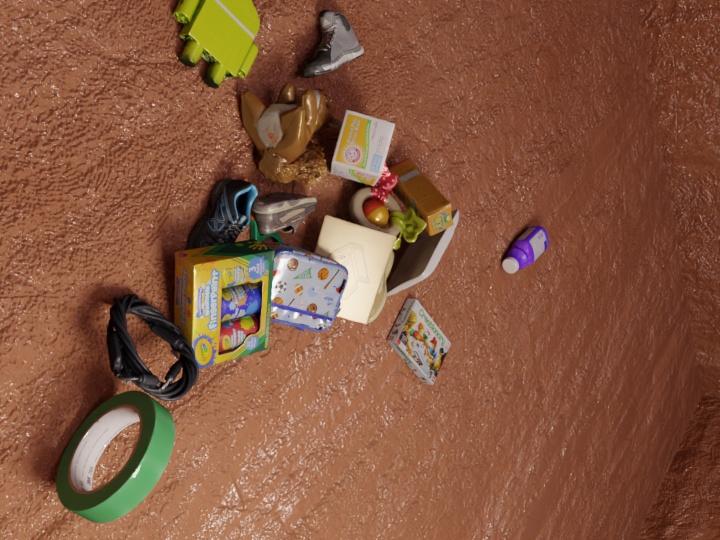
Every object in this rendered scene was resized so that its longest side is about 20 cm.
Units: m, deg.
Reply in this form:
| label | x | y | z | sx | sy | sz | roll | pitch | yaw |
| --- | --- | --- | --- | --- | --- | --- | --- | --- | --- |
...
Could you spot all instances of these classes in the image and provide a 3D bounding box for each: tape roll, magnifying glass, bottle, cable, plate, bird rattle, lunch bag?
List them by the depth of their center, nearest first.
| label | x | y | z | sx | sy | sz | roll | pitch | yaw |
| --- | --- | --- | --- | --- | --- | --- | --- | --- | --- |
| tape roll | -0.378 | 0.284 | 1.184 | 0.048 | 0.200 | 0.201 | 49 | 58 | -37 |
| cable | -0.339 | 0.117 | 1.252 | 0.163 | 0.051 | 0.201 | 22 | 33 | -42 |
| magnifying glass | -0.200 | -0.085 | 1.504 | 0.080 | 0.022 | 0.201 | -40 | 123 | -40 |
| lunch bag | -0.122 | 0.040 | 1.521 | 0.199 | 0.075 | 0.161 | 18 | 95 | -35 |
| bird rattle | 0.046 | -0.137 | 1.680 | 0.163 | 0.112 | 0.201 | -28 | 89 | -43 |
| plate | 0.145 | -0.033 | 1.776 | 0.032 | 0.200 | 0.200 | 37 | 61 | -13 |
| bottle | 0.486 | -0.057 | 2.262 | 0.200 | 0.065 | 0.084 | -39 | 120 | -40 |

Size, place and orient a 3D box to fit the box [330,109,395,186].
| label | x | y | z | sx | sy | sz | roll | pitch | yaw |
| --- | --- | --- | --- | --- | --- | --- | --- | --- | --- |
| box | 0.001 | -0.246 | 1.564 | 0.200 | 0.101 | 0.113 | -172 | -82 | -87 |

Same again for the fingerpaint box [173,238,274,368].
| label | x | y | z | sx | sy | sz | roll | pitch | yaw |
| --- | --- | --- | --- | --- | --- | --- | --- | --- | --- |
| fingerpaint box | -0.244 | 0.059 | 1.369 | 0.166 | 0.073 | 0.201 | -12 | 117 | -40 |

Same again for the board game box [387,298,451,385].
| label | x | y | z | sx | sy | sz | roll | pitch | yaw |
| --- | --- | --- | --- | --- | --- | --- | --- | --- | --- |
| board game box | 0.149 | 0.179 | 1.912 | 0.200 | 0.034 | 0.127 | 50 | 56 | -38 |

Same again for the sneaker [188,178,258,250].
| label | x | y | z | sx | sy | sz | roll | pitch | yaw |
| --- | --- | --- | --- | --- | --- | --- | --- | --- | --- |
| sneaker | -0.251 | -0.078 | 1.397 | 0.073 | 0.082 | 0.201 | 30 | 72 | -48 |

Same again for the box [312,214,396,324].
| label | x | y | z | sx | sy | sz | roll | pitch | yaw |
| --- | --- | --- | --- | --- | --- | --- | --- | --- | --- |
| box | -0.030 | 0.000 | 1.608 | 0.163 | 0.021 | 0.201 | 15 | 99 | -19 |

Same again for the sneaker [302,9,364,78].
| label | x | y | z | sx | sy | sz | roll | pitch | yaw |
| --- | --- | --- | --- | --- | --- | --- | --- | --- | --- |
| sneaker | -0.074 | -0.476 | 1.590 | 0.200 | 0.075 | 0.116 | -44 | 120 | -50 |

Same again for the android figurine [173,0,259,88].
| label | x | y | z | sx | sy | sz | roll | pitch | yaw |
| --- | --- | --- | --- | --- | --- | --- | --- | --- | --- |
| android figurine | -0.255 | -0.440 | 1.397 | 0.182 | 0.041 | 0.201 | 36 | 66 | -44 |

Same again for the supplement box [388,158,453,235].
| label | x | y | z | sx | sy | sz | roll | pitch | yaw |
| --- | --- | --- | --- | --- | --- | --- | --- | --- | --- |
| supplement box | 0.134 | -0.169 | 1.740 | 0.069 | 0.200 | 0.067 | -28 | 137 | -11 |

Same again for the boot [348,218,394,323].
| label | x | y | z | sx | sy | sz | roll | pitch | yaw |
| --- | --- | --- | --- | --- | --- | --- | --- | --- | --- |
| boot | 0.000 | 0.000 | 1.694 | 0.155 | 0.073 | 0.201 | 43 | 55 | -43 |

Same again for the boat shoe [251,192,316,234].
| label | x | y | z | sx | sy | sz | roll | pitch | yaw |
| --- | --- | --- | --- | --- | --- | --- | --- | --- | --- |
| boat shoe | -0.152 | -0.111 | 1.508 | 0.200 | 0.074 | 0.074 | -20 | 119 | -61 |

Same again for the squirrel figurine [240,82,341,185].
| label | x | y | z | sx | sy | sz | roll | pitch | yaw |
| --- | --- | --- | --- | --- | --- | --- | --- | --- | --- |
| squirrel figurine | -0.124 | -0.270 | 1.517 | 0.187 | 0.141 | 0.201 | -36 | 133 | -53 |
